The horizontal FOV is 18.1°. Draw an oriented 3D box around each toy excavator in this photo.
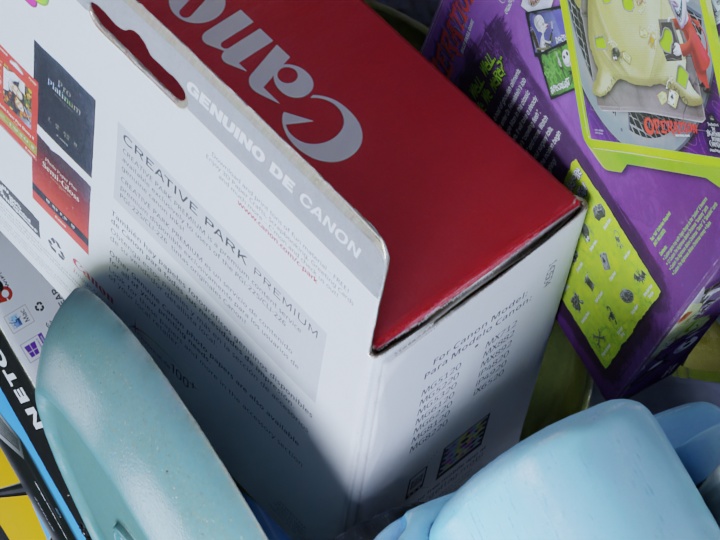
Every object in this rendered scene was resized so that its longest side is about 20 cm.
[{"bbox_3d":[0.094,0.064,0.586,0.100,0.194,0.200,63,159,21],"label":"toy excavator"}]

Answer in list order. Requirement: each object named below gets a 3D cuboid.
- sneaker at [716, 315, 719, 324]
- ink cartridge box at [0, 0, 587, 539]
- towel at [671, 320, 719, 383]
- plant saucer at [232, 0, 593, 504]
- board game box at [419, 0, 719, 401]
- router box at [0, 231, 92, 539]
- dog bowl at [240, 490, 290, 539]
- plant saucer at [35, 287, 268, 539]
[{"bbox_3d":[0.119,-0.058,0.595,0.092,0.076,0.200,40,139,7],"label":"sneaker"},{"bbox_3d":[-0.036,-0.037,0.657,0.200,0.084,0.176,45,152,21],"label":"ink cartridge box"},{"bbox_3d":[0.131,-0.036,0.677,0.143,0.023,0.201,9,131,32],"label":"towel"},{"bbox_3d":[0.000,0.000,0.769,0.199,0.031,0.201,14,115,32],"label":"plant saucer"},{"bbox_3d":[0.070,-0.056,0.579,0.120,0.032,0.200,55,157,15],"label":"board game box"},{"bbox_3d":[-0.104,0.078,0.850,0.201,0.051,0.149,60,153,-5],"label":"router box"},{"bbox_3d":[-0.011,0.097,0.889,0.199,0.050,0.112,-4,124,39],"label":"dog bowl"},{"bbox_3d":[-0.049,0.100,0.683,0.201,0.027,0.200,56,165,23],"label":"plant saucer"}]
